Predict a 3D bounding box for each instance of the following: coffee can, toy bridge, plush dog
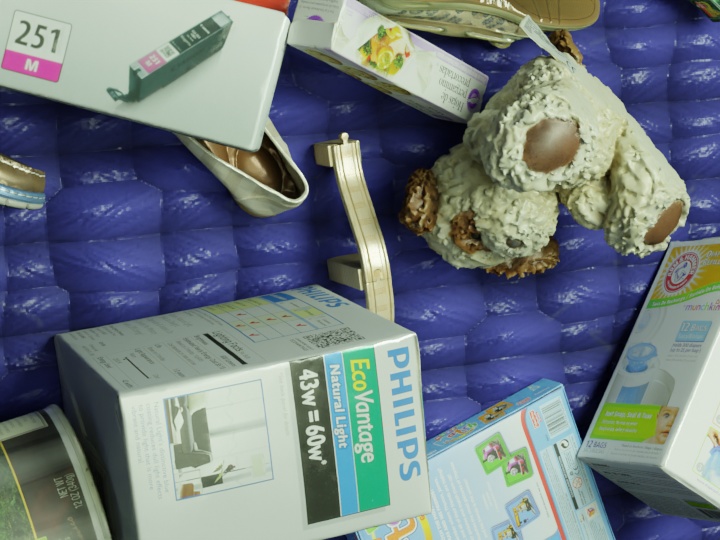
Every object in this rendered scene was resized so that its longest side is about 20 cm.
[{"bbox_3d":[-0.271,0.185,1.064,0.199,0.146,0.148,-18,103,-20],"label":"coffee can"},{"bbox_3d":[0.000,0.000,1.196,0.027,0.067,0.202,-12,102,-21],"label":"toy bridge"},{"bbox_3d":[0.111,-0.070,1.192,0.172,0.161,0.199,-41,138,23],"label":"plush dog"}]

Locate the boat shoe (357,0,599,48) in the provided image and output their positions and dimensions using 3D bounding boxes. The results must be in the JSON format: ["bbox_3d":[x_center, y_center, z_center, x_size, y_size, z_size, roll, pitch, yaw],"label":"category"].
[{"bbox_3d":[0.084,-0.206,1.214,0.198,0.063,0.074,5,69,-26],"label":"boat shoe"}]

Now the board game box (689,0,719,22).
[{"bbox_3d":[0.234,-0.277,1.234,0.199,0.023,0.106,29,69,-43],"label":"board game box"}]

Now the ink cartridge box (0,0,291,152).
[{"bbox_3d":[-0.142,-0.186,1.086,0.198,0.044,0.175,14,92,0],"label":"ink cartridge box"}]

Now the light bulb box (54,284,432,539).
[{"bbox_3d":[-0.082,0.100,1.103,0.198,0.198,0.126,-10,103,-20],"label":"light bulb box"}]

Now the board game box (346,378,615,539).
[{"bbox_3d":[0.091,0.196,1.276,0.199,0.037,0.152,-26,106,-19],"label":"board game box"}]

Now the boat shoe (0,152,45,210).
[{"bbox_3d":[-0.286,-0.101,1.060,0.199,0.072,0.073,24,86,-24],"label":"boat shoe"}]

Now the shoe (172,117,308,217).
[{"bbox_3d":[-0.105,-0.118,1.143,0.070,0.053,0.200,-45,111,-11],"label":"shoe"}]

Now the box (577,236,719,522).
[{"bbox_3d":[0.272,0.083,1.281,0.101,0.112,0.201,33,74,-23],"label":"box"}]

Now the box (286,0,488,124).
[{"bbox_3d":[0.023,-0.146,1.147,0.200,0.041,0.039,18,88,-57],"label":"box"}]
